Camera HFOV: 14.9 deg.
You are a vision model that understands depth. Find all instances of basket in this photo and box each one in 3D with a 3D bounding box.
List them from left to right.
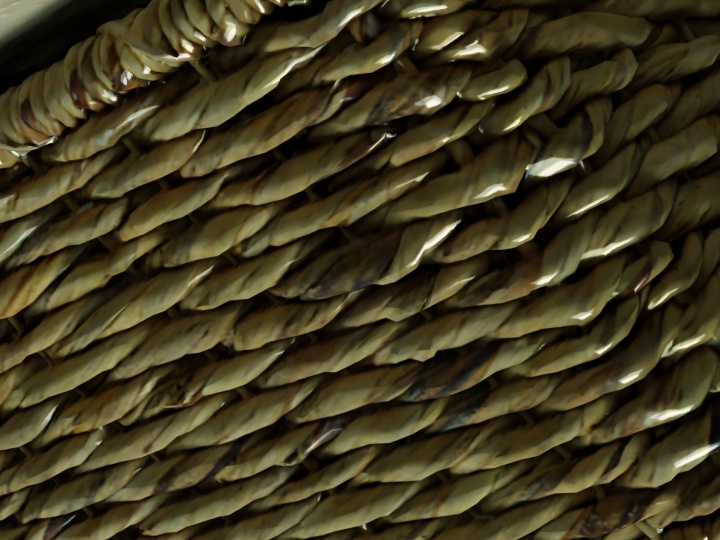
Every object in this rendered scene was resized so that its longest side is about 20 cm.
[{"bbox_3d":[-0.003,-0.019,0.574,0.199,0.149,0.143,-26,-156,41],"label":"basket"}]
